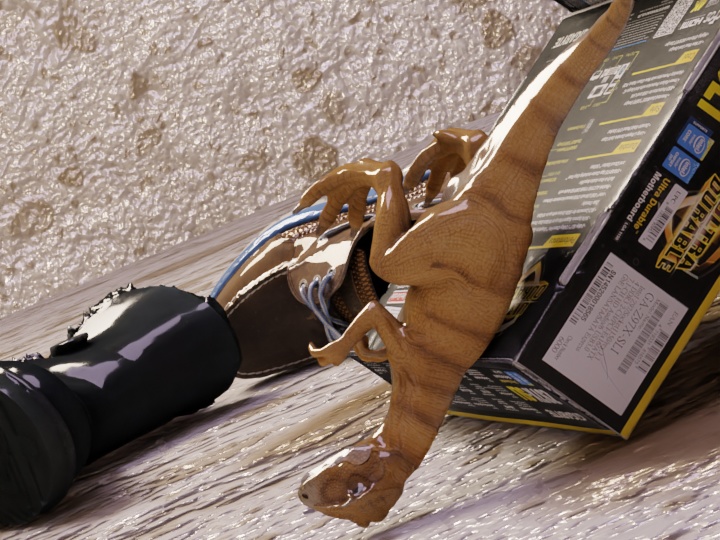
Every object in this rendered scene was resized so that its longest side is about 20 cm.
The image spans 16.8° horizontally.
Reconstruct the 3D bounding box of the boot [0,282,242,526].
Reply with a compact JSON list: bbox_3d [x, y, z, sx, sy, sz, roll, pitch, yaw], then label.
[{"bbox_3d":[-0.127,0.055,1.160,0.168,0.077,0.200,-29,2,-30],"label":"boot"}]

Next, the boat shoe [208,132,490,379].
[{"bbox_3d":[0.000,0.000,1.216,0.200,0.072,0.072,-33,20,19],"label":"boat shoe"}]

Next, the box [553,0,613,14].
[{"bbox_3d":[0.146,-0.101,0.893,0.159,0.200,0.046,12,75,57],"label":"box"}]

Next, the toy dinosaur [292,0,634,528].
[{"bbox_3d":[0.036,-0.015,0.755,0.060,0.200,0.106,10,23,-34],"label":"toy dinosaur"}]

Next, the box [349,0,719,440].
[{"bbox_3d":[0.079,-0.024,0.837,0.160,0.049,0.200,-59,12,-10],"label":"box"}]
